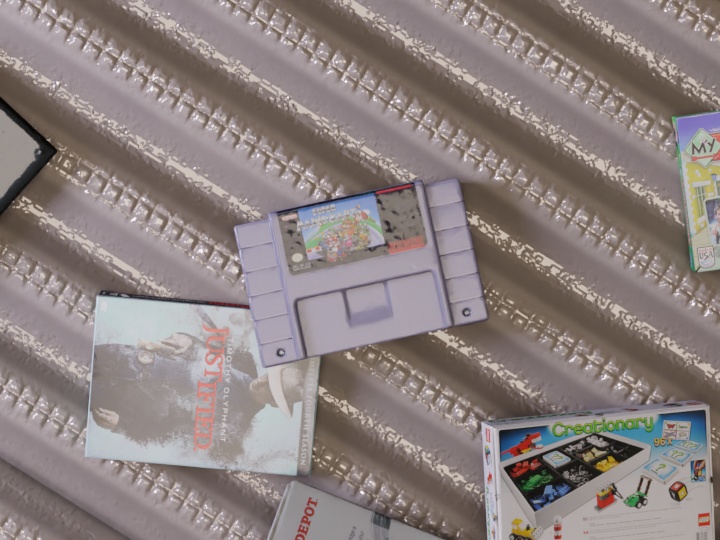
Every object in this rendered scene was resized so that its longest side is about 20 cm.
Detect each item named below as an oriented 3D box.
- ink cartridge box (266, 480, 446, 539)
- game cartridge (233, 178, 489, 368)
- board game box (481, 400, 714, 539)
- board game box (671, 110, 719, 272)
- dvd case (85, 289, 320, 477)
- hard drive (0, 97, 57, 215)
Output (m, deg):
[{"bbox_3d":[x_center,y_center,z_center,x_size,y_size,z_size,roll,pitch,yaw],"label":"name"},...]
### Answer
[{"bbox_3d":[0.004,0.284,1.700,0.199,0.147,0.083,23,132,-1],"label":"ink cartridge box"},{"bbox_3d":[0.000,0.000,1.722,0.199,0.038,0.130,-12,92,-1],"label":"game cartridge"},{"bbox_3d":[0.204,0.184,1.722,0.199,0.035,0.127,-4,95,-14],"label":"board game box"},{"bbox_3d":[0.374,-0.079,1.721,0.199,0.029,0.135,-9,97,2],"label":"board game box"},{"bbox_3d":[-0.135,0.099,1.752,0.199,0.022,0.147,6,96,-1],"label":"dvd case"},{"bbox_3d":[-0.378,-0.077,1.732,0.139,0.033,0.200,43,95,-3],"label":"hard drive"}]
